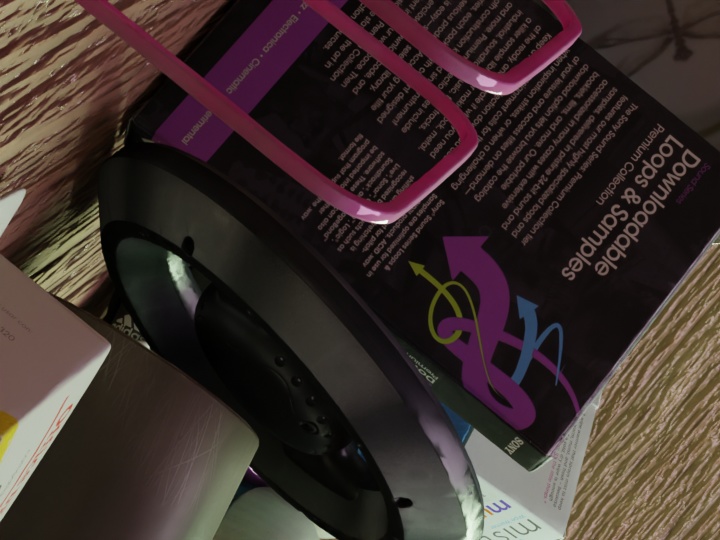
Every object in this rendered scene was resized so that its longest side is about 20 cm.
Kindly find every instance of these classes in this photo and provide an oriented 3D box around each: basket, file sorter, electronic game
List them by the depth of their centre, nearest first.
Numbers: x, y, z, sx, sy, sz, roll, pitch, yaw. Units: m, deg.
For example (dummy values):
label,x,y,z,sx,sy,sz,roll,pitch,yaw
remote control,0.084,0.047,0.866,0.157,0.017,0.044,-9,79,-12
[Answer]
label,x,y,z,sx,sy,sz,roll,pitch,yaw
file sorter,0.028,-0.128,0.651,0.200,0.125,0.139,-53,177,20
basket,-0.136,0.118,0.964,0.180,0.136,0.200,20,-106,49
electronic game,-0.028,0.033,0.969,0.042,0.200,0.200,-42,173,-19

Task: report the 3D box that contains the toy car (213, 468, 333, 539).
label,x,y,z,sx,sy,sz,roll,pitch,yaw
toy car,-0.087,0.093,1.397,0.200,0.175,0.150,-48,141,-38

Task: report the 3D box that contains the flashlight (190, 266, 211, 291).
label,x,y,z,sx,sy,sz,roll,pitch,yaw
flashlight,-0.030,-0.007,1.264,0.200,0.068,0.068,-45,-144,17

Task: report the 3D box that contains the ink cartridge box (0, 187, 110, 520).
label,x,y,z,sx,sy,sz,roll,pitch,yaw
ink cartridge box,-0.150,0.063,0.786,0.117,0.067,0.200,-54,176,32

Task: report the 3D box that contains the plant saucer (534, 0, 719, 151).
label,x,y,z,sx,sy,sz,roll,pitch,yaw
plant saucer,0.129,-0.110,1.082,0.200,0.200,0.050,-51,151,-7

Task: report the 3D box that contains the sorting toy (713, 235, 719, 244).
label,x,y,z,sx,sy,sz,roll,pitch,yaw
sorting toy,0.156,-0.063,1.212,0.199,0.199,0.070,-69,156,-78

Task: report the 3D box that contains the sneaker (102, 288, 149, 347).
label,x,y,z,sx,sy,sz,roll,pitch,yaw
sneaker,-0.132,0.060,1.178,0.200,0.076,0.116,-16,121,-63

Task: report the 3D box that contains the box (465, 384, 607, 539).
label,x,y,z,sx,sy,sz,roll,pitch,yaw
box,0.041,0.028,1.378,0.097,0.176,0.200,-25,-141,44

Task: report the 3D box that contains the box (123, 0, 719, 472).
label,x,y,z,sx,sy,sz,roll,pitch,yaw
box,0.032,-0.040,0.981,0.143,0.200,0.036,-50,176,-20

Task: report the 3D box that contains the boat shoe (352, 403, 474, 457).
label,x,y,z,sx,sy,sz,roll,pitch,yaw
boat shoe,0.028,0.043,1.253,0.200,0.084,0.069,-52,-172,-36
